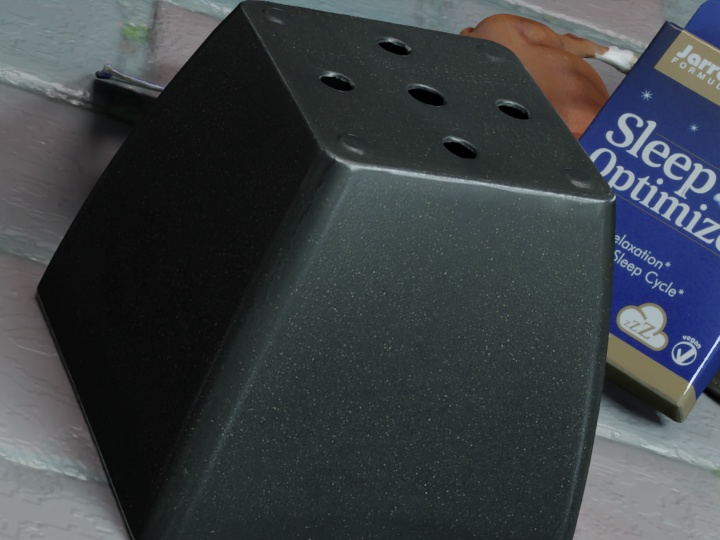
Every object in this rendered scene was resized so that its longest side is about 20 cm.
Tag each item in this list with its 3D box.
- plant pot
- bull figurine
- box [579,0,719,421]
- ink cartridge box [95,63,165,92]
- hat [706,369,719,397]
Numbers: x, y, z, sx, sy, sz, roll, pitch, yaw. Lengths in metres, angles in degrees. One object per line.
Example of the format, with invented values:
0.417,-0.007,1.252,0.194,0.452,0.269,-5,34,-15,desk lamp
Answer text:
0.000,0.000,1.197,0.200,0.178,0.200,8,31,-26,plant pot
0.121,-0.075,1.541,0.121,0.065,0.200,14,33,-30,bull figurine
0.164,-0.039,1.380,0.121,0.200,0.032,32,-14,21,box
-0.030,-0.083,1.388,0.200,0.041,0.200,18,2,-8,ink cartridge box
0.256,0.018,1.452,0.200,0.081,0.201,18,28,-10,hat
